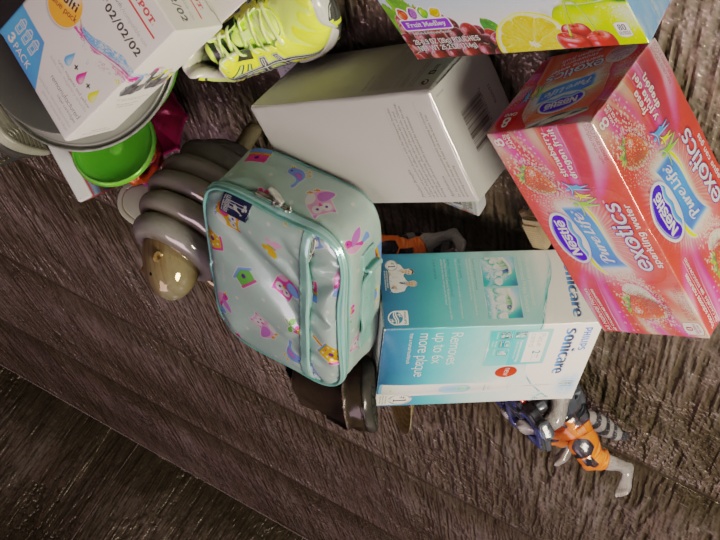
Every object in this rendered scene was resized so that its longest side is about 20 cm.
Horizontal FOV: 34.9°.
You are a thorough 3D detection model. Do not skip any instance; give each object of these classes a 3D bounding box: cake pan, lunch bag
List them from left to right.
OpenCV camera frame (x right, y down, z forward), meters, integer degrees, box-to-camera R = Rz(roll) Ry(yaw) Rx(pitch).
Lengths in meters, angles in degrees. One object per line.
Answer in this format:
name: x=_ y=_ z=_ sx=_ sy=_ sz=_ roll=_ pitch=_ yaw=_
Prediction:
cake pan: x=-0.263 y=-0.210 z=1.042 sx=0.199 sy=0.201 sz=0.037 roll=29 pitch=-169 yaw=10
lunch bag: x=-0.055 y=0.000 z=0.996 sx=0.160 sy=0.077 sz=0.201 roll=29 pitch=141 yaw=26

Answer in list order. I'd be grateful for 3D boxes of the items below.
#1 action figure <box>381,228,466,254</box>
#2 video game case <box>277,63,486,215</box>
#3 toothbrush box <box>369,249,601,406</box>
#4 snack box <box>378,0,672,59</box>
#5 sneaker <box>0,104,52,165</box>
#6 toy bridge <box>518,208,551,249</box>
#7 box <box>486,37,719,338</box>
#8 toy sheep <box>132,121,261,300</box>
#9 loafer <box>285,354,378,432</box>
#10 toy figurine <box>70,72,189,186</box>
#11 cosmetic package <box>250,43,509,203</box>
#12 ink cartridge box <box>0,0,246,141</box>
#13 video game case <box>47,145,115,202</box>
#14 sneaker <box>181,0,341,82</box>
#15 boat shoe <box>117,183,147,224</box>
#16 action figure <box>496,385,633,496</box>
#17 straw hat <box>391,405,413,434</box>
action figure: x=0.000 y=0.000 z=1.145 sx=0.192 sy=0.105 sz=0.200 roll=11 pitch=153 yaw=3
video game case: x=0.019 y=-0.129 z=1.049 sx=0.199 sy=0.018 sz=0.144 roll=24 pitch=156 yaw=23
toothbrush box: x=0.111 y=0.055 z=1.070 sx=0.198 sy=0.086 sz=0.147 roll=-2 pitch=146 yaw=-6
snack box: x=0.078 y=-0.219 z=0.723 sx=0.199 sy=0.068 sz=0.169 roll=7 pitch=146 yaw=46
sneaker: x=-0.365 y=-0.135 z=1.176 sx=0.075 sy=0.106 sz=0.200 roll=62 pitch=-171 yaw=-9
toy bridge: x=0.216 y=-0.035 z=0.962 sx=0.199 sy=0.027 sz=0.067 roll=13 pitch=147 yaw=41
box: x=0.193 y=-0.055 z=0.832 sx=0.102 sy=0.095 sz=0.201 roll=2 pitch=134 yaw=51
toy sheep: x=-0.147 y=-0.059 z=1.120 sx=0.137 sy=0.201 sz=0.138 roll=23 pitch=156 yaw=11
loafer: x=-0.031 y=0.117 z=1.112 sx=0.071 sy=0.074 sz=0.200 roll=-5 pitch=-176 yaw=-13
toy figurine: x=-0.231 y=-0.149 z=1.170 sx=0.149 sy=0.202 sz=0.184 roll=-13 pitch=162 yaw=3
cosmetic package: x=0.019 y=-0.119 z=0.941 sx=0.199 sy=0.085 sz=0.108 roll=5 pitch=134 yaw=43
ink cartridge box: x=-0.195 y=-0.212 z=0.941 sx=0.199 sy=0.068 sz=0.116 roll=-35 pitch=86 yaw=32
video game case: x=-0.296 y=-0.152 z=1.216 sx=0.144 sy=0.017 sz=0.200 roll=63 pitch=-171 yaw=-8
sneaker: x=-0.084 y=-0.194 z=0.959 sx=0.200 sy=0.076 sz=0.076 roll=-16 pitch=105 yaw=59
boat shoe: x=-0.181 y=-0.064 z=1.327 sx=0.198 sy=0.076 sz=0.062 roll=5 pitch=178 yaw=-11
action figure: x=0.211 y=0.145 z=1.275 sx=0.194 sy=0.104 sz=0.200 roll=54 pitch=176 yaw=-28
straw hat: x=0.074 y=0.091 z=1.321 sx=0.084 sy=0.203 sz=0.201 roll=-11 pitch=156 yaw=-7
